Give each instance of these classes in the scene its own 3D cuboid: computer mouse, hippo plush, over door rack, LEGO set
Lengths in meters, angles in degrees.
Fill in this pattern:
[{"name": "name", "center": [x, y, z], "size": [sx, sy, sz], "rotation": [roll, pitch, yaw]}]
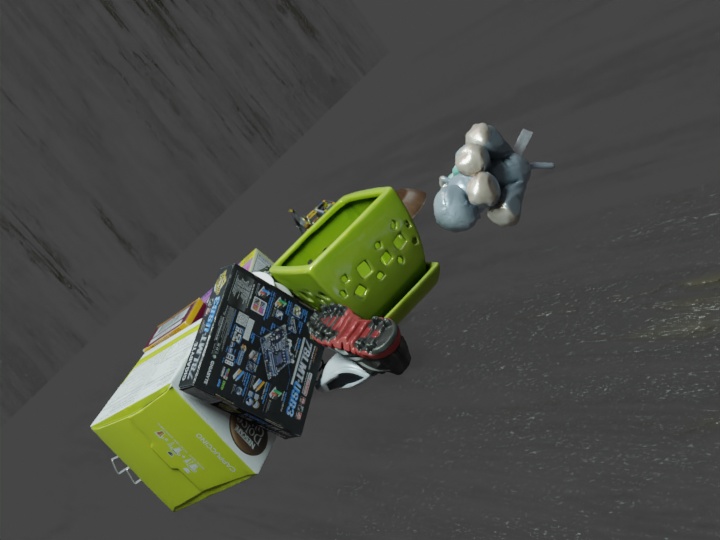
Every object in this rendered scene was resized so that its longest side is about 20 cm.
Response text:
[{"name": "computer mouse", "center": [-0.041, 0.151, 1.428], "size": [0.200, 0.044, 0.110], "rotation": [-23, 22, 46]}, {"name": "hippo plush", "center": [0.187, -0.152, 1.518], "size": [0.160, 0.159, 0.200], "rotation": [-21, 25, 46]}, {"name": "over door rack", "center": [-0.397, 0.309, 1.766], "size": [0.200, 0.067, 0.148], "rotation": [-46, 16, -21]}, {"name": "LEGO set", "center": [-0.056, -0.057, 1.821], "size": [0.116, 0.154, 0.200], "rotation": [-44, 31, -11]}]

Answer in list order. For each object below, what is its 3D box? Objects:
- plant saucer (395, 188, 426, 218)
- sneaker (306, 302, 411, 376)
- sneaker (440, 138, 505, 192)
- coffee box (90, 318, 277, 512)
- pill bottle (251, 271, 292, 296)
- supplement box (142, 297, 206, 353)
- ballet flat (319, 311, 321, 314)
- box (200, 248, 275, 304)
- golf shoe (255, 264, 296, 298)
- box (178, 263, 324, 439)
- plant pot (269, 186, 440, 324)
[{"name": "plant saucer", "center": [0.051, -0.114, 1.948], "size": [0.200, 0.037, 0.201], "rotation": [-36, 17, 13]}, {"name": "sneaker", "center": [0.000, 0.105, 1.340], "size": [0.200, 0.098, 0.071], "rotation": [13, 59, 50]}, {"name": "sneaker", "center": [0.230, -0.205, 1.665], "size": [0.140, 0.078, 0.200], "rotation": [-44, -1, -34]}, {"name": "coffee box", "center": [-0.256, 0.220, 1.445], "size": [0.200, 0.200, 0.198], "rotation": [-29, 20, 31]}, {"name": "pill bottle", "center": [-0.146, 0.089, 1.524], "size": [0.104, 0.200, 0.105], "rotation": [-8, 52, 11]}, {"name": "supplement box", "center": [-0.267, 0.165, 1.615], "size": [0.110, 0.200, 0.086], "rotation": [-32, 18, 23]}, {"name": "ballet flat", "center": [0.002, 0.021, 1.643], "size": [0.200, 0.067, 0.057], "rotation": [-40, 6, -7]}, {"name": "box", "center": [-0.235, 0.088, 1.736], "size": [0.176, 0.097, 0.200], "rotation": [-39, 21, 26]}, {"name": "golf shoe", "center": [-0.125, 0.045, 1.637], "size": [0.088, 0.077, 0.200], "rotation": [-37, -29, 33]}, {"name": "box", "center": [-0.150, 0.122, 1.367], "size": [0.050, 0.198, 0.201], "rotation": [-16, 51, 47]}, {"name": "plant pot", "center": [0.000, 0.000, 1.492], "size": [0.200, 0.182, 0.199], "rotation": [-44, 17, -17]}]
